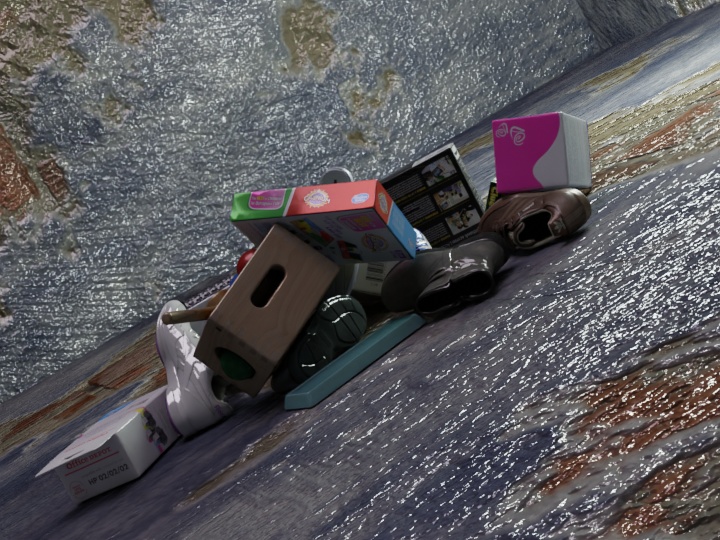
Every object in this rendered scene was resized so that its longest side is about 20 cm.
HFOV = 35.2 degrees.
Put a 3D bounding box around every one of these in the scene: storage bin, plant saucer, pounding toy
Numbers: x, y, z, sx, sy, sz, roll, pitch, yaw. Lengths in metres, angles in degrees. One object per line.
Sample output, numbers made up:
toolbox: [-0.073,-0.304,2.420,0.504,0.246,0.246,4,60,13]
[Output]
storage bin: [-0.237,0.089,1.861,0.093,0.136,0.200,-31,8,-18]
plant saucer: [-0.007,0.108,1.378,0.199,0.019,0.070,-35,10,-32]
pounding toy: [-0.145,0.053,1.423,0.201,0.142,0.184,-56,0,-27]

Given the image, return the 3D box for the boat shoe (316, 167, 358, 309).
boat shoe: [-0.028,-0.039,1.578,0.073,0.202,0.067,7,-3,14]

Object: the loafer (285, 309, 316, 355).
loafer: [-0.098,0.090,1.623,0.199,0.068,0.076,-27,8,12]

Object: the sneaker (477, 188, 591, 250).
sneaker: [0.210,-0.061,1.495,0.075,0.071,0.199,-35,9,-34]

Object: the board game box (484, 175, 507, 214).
board game box: [0.214,-0.106,1.686,0.023,0.106,0.200,16,24,14]

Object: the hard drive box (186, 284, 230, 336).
hard drive box: [-0.162,0.075,1.692,0.199,0.077,0.156,-31,-20,-16]

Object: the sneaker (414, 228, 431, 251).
sneaker: [0.072,-0.014,1.653,0.075,0.078,0.200,-27,9,0]

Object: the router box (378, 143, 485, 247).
router box: [0.090,-0.088,1.797,0.199,0.150,0.051,-26,9,16]

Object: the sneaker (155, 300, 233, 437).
sneaker: [-0.220,0.125,1.538,0.099,0.202,0.075,-21,-31,7]

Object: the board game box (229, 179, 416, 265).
board game box: [-0.045,-0.055,1.459,0.198,0.041,0.153,-4,-26,22]

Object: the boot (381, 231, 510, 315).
boot: [0.090,0.018,1.437,0.199,0.068,0.131,-25,12,30]

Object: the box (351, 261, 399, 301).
box: [0.000,0.000,1.687,0.068,0.083,0.200,10,-7,-13]

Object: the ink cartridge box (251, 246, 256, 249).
ink cartridge box: [-0.072,-0.029,2.001,0.199,0.147,0.083,-34,8,-35]

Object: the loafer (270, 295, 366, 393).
loafer: [-0.057,0.094,1.469,0.063,0.072,0.200,-31,8,32]

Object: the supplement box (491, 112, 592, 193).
supplement box: [0.258,-0.161,1.596,0.100,0.105,0.200,-4,3,20]

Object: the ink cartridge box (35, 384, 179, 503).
ink cartridge box: [-0.320,0.234,1.486,0.114,0.068,0.200,-26,8,23]
